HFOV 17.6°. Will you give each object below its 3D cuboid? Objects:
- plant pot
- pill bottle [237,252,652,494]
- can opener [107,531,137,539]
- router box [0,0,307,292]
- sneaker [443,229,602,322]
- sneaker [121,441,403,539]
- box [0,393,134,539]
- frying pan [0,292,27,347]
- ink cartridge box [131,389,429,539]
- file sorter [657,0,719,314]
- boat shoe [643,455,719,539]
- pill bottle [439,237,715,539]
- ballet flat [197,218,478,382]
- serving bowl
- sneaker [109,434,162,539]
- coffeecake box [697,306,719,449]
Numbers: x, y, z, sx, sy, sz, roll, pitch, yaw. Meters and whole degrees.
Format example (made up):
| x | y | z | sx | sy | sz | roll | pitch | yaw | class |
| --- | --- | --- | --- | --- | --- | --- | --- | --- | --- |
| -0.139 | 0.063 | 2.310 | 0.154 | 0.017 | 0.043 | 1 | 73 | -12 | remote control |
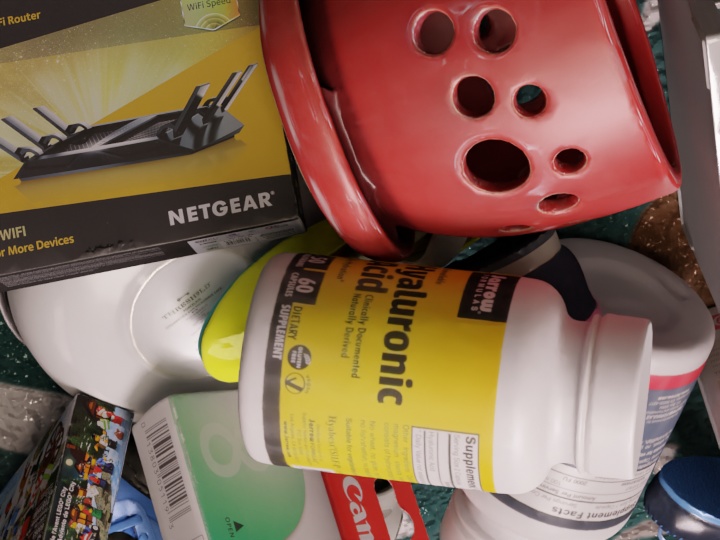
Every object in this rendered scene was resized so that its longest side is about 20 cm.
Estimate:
| x | y | z | sx | sy | sz | roll | pitch | yaw | class |
| --- | --- | --- | --- | --- | --- | --- | --- | --- | --- |
| 0.053 | -0.108 | 1.208 | 0.182 | 0.201 | 0.201 | -19 | 122 | 10 | plant pot |
| 0.045 | 0.055 | 1.189 | 0.199 | 0.111 | 0.112 | 6 | 123 | 10 | pill bottle |
| -0.100 | 0.174 | 1.391 | 0.053 | 0.200 | 0.067 | -46 | 77 | 9 | can opener |
| -0.139 | -0.081 | 1.242 | 0.199 | 0.052 | 0.158 | -11 | 81 | 2 | router box |
| 0.066 | 0.037 | 1.309 | 0.070 | 0.200 | 0.082 | -37 | 95 | -27 | sneaker |
| -0.058 | 0.122 | 1.420 | 0.199 | 0.074 | 0.089 | 22 | 96 | -32 | sneaker |
| -0.195 | 0.176 | 1.360 | 0.038 | 0.137 | 0.200 | 21 | 144 | -16 | box |
| -0.162 | -0.029 | 1.331 | 0.114 | 0.031 | 0.191 | -17 | 120 | -6 | frying pan |
| -0.023 | 0.147 | 1.339 | 0.199 | 0.162 | 0.050 | -3 | 157 | -41 | ink cartridge box |
| 0.240 | -0.084 | 1.276 | 0.124 | 0.139 | 0.201 | -12 | 123 | 0 | file sorter |
| 0.240 | 0.170 | 1.440 | 0.199 | 0.084 | 0.069 | 19 | 120 | -40 | boat shoe |
| 0.121 | 0.093 | 1.388 | 0.119 | 0.120 | 0.201 | 14 | 121 | -13 | pill bottle |
| 0.000 | 0.000 | 1.292 | 0.200 | 0.067 | 0.067 | -36 | 127 | -25 | ballet flat |
| -0.097 | 0.009 | 1.321 | 0.199 | 0.066 | 0.201 | -10 | 123 | -16 | serving bowl |
| -0.133 | 0.184 | 1.449 | 0.066 | 0.079 | 0.201 | -19 | 121 | 10 | sneaker |
| 0.283 | 0.087 | 1.349 | 0.153 | 0.200 | 0.073 | -17 | 122 | 6 | coffeecake box |
